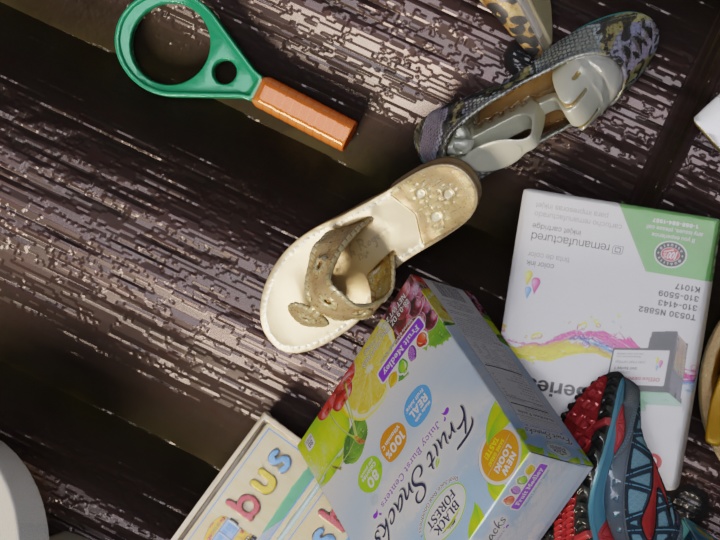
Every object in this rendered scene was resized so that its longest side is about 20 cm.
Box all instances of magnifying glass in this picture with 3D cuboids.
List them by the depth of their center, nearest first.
[{"bbox_3d":[-0.095,-0.147,1.690,0.200,0.022,0.080,28,94,9],"label":"magnifying glass"}]

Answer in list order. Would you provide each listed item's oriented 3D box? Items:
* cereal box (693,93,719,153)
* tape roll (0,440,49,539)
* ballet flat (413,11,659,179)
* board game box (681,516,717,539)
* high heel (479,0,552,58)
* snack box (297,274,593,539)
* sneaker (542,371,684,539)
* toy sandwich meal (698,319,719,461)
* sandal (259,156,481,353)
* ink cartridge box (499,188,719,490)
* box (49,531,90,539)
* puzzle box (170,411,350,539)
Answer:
[{"bbox_3d":[0.362,-0.124,1.612,0.200,0.040,0.144,-43,85,6],"label":"cereal box"},{"bbox_3d":[-0.319,0.217,1.669,0.202,0.037,0.203,-7,77,33],"label":"tape roll"},{"bbox_3d":[0.135,-0.118,1.629,0.200,0.072,0.072,-28,86,9],"label":"ballet flat"},{"bbox_3d":[0.199,0.282,1.579,0.047,0.151,0.200,36,95,-2],"label":"board game box"},{"bbox_3d":[0.055,-0.230,1.659,0.142,0.071,0.200,-21,101,31],"label":"high heel"},{"bbox_3d":[0.055,0.130,1.567,0.169,0.068,0.200,-58,41,21],"label":"snack box"},{"bbox_3d":[0.177,0.170,1.529,0.095,0.079,0.200,21,62,-25],"label":"sneaker"},{"bbox_3d":[0.334,0.095,1.601,0.205,0.070,0.206,0,90,8],"label":"toy sandwich meal"},{"bbox_3d":[-0.004,-0.004,1.622,0.212,0.070,0.078,-38,96,21],"label":"sandal"},{"bbox_3d":[0.176,0.050,1.617,0.144,0.084,0.200,9,92,9],"label":"ink cartridge box"},{"bbox_3d":[-0.237,0.304,1.679,0.068,0.082,0.200,19,91,8],"label":"box"},{"bbox_3d":[-0.078,0.223,1.667,0.133,0.025,0.200,35,86,6],"label":"puzzle box"}]
